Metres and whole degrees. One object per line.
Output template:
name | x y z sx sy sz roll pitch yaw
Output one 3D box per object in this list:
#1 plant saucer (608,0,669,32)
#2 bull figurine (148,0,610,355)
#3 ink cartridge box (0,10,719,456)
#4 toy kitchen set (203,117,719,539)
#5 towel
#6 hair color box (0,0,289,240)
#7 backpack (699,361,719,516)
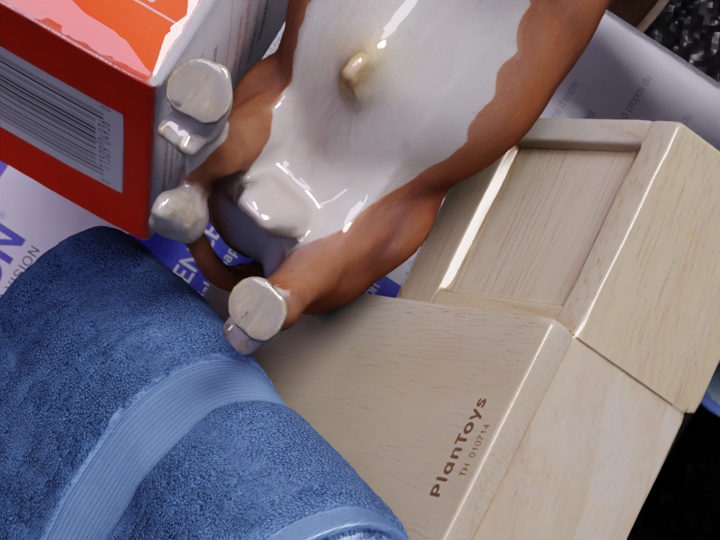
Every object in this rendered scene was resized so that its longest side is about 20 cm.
plant saucer | 0.023 -0.143 0.836 0.199 0.034 0.202 4 99 24
bull figurine | 0.021 -0.068 0.626 0.065 0.121 0.201 35 107 10
ink cartridge box | 0.000 0.000 0.774 0.199 0.047 0.198 33 82 3
toy kitchen set | 0.045 0.089 0.705 0.163 0.180 0.201 8 67 59
towel | -0.055 0.067 0.644 0.112 0.048 0.200 -58 30 7
hair color box | -0.025 -0.117 0.667 0.061 0.102 0.201 29 70 5
backpack | 0.198 0.004 0.688 0.199 0.147 0.184 24 79 25
